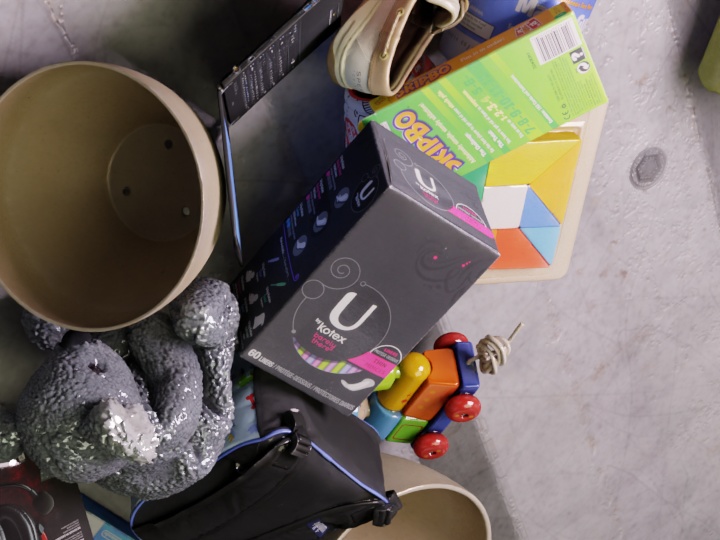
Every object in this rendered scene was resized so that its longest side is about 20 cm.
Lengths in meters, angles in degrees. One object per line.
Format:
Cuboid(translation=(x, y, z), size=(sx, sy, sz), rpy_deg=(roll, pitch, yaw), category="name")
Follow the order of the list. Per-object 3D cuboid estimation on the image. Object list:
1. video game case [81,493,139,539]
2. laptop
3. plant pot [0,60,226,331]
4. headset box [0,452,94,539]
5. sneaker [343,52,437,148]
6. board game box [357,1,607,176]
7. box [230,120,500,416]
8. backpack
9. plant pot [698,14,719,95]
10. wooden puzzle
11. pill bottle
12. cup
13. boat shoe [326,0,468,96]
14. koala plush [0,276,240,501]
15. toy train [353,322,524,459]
Cuboid(translation=(-0.254, 0.312, 1.717), size=(0.181, 0.045, 0.200), rpy_deg=(-48, 133, 1), category="video game case")
Cuboid(translation=(-0.057, -0.114, 1.489), size=(0.200, 0.177, 0.103), rpy_deg=(-43, 88, -5), category="laptop")
Cuboid(translation=(-0.183, -0.063, 1.459), size=(0.201, 0.200, 0.134), rpy_deg=(-66, 165, 16), category="plant pot")
Cuboid(translation=(-0.297, 0.245, 1.562), size=(0.148, 0.075, 0.201), rpy_deg=(-24, 107, -36), category="headset box")
Cuboid(translation=(0.076, -0.151, 1.643), size=(0.201, 0.067, 0.108), rpy_deg=(-24, 131, -17), category="sneaker")
Cuboid(translation=(0.099, -0.136, 1.565), size=(0.199, 0.030, 0.096), rpy_deg=(-28, 125, 0), category="board game box")
Cuboid(translation=(0.000, 0.000, 1.552), size=(0.122, 0.106, 0.200), rpy_deg=(29, 115, -27), category="box")
Cuboid(translation=(-0.098, 0.167, 1.653), size=(0.200, 0.147, 0.183), rpy_deg=(-30, 135, 22), category="backpack")
Cuboid(translation=(0.414, -0.232, 1.762), size=(0.200, 0.201, 0.185), rpy_deg=(2, 127, -35), category="plant pot")
Cuboid(translation=(0.122, -0.063, 1.662), size=(0.199, 0.037, 0.186), rpy_deg=(-6, 124, -26), category="wooden puzzle")
Cuboid(translation=(0.153, -0.256, 1.601), size=(0.112, 0.112, 0.201), rpy_deg=(8, 113, -38), category="pill bottle")
Cuboid(translation=(0.002, 0.251, 1.789), size=(0.200, 0.143, 0.201), rpy_deg=(-17, 125, -26), category="cup")
Cuboid(translation=(0.054, -0.223, 1.558), size=(0.200, 0.066, 0.074), rpy_deg=(-56, 151, -12), category="boat shoe")
Cuboid(translation=(-0.199, 0.109, 1.469), size=(0.200, 0.176, 0.185), rpy_deg=(-27, 114, -70), category="koala plush")
Cuboid(translation=(0.054, 0.092, 1.732), size=(0.115, 0.085, 0.200), rpy_deg=(7, 143, -24), category="toy train")
